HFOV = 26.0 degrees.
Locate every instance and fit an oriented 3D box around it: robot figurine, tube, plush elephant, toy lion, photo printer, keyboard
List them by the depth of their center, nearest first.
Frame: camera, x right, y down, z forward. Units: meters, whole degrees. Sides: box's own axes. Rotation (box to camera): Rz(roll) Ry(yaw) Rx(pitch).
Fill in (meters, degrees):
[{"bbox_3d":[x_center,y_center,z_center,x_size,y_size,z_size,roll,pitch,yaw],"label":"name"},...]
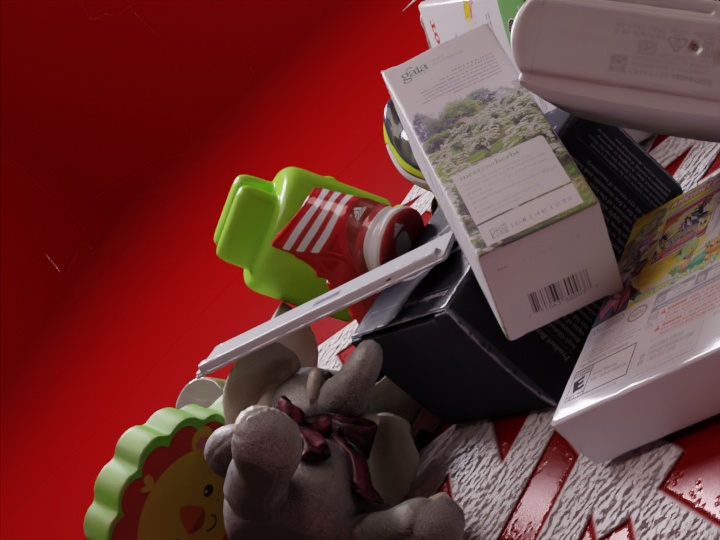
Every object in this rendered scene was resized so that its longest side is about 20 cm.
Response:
[{"bbox_3d":[0.190,-0.121,0.956,0.200,0.166,0.070,0,-79,-74],"label":"photo printer"},{"bbox_3d":[-0.024,0.118,1.048,0.200,0.164,0.155,-49,21,52],"label":"plush elephant"},{"bbox_3d":[-0.024,0.024,1.069,0.199,0.011,0.056,-26,7,19],"label":"keyboard"},{"bbox_3d":[-0.107,0.162,1.131,0.068,0.192,0.200,17,62,40],"label":"toy lion"},{"bbox_3d":[-0.070,0.120,1.255,0.058,0.200,0.052,-2,80,29],"label":"tube"},{"bbox_3d":[-0.026,-0.019,1.381,0.176,0.199,0.116,-119,49,-73],"label":"robot figurine"}]

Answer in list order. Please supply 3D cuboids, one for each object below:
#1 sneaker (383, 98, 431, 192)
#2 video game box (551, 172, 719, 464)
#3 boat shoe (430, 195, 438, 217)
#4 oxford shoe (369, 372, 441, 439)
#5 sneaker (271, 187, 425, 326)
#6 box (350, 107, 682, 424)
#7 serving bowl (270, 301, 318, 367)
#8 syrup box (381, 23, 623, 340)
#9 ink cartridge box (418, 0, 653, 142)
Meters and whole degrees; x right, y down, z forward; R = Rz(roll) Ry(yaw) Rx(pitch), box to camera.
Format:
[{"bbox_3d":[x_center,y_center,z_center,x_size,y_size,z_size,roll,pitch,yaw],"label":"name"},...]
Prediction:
[{"bbox_3d":[0.083,-0.099,1.273,0.074,0.081,0.200,-27,46,-19],"label":"sneaker"},{"bbox_3d":[0.211,0.004,0.879,0.200,0.047,0.183,-33,23,48],"label":"video game box"},{"bbox_3d":[0.098,-0.050,1.323,0.072,0.068,0.200,-36,18,50],"label":"boat shoe"},{"bbox_3d":[-0.005,0.128,1.153,0.200,0.075,0.070,-54,16,-19],"label":"oxford shoe"},{"bbox_3d":[0.000,0.000,1.219,0.078,0.115,0.200,-51,-29,-28],"label":"sneaker"},{"bbox_3d":[0.108,-0.003,1.094,0.200,0.104,0.148,-56,15,-22],"label":"box"},{"bbox_3d":[-0.089,0.130,1.384,0.201,0.066,0.200,-62,0,1],"label":"serving bowl"},{"bbox_3d":[0.086,-0.061,0.981,0.078,0.082,0.200,-24,43,1],"label":"syrup box"},{"bbox_3d":[0.141,-0.168,1.270,0.084,0.145,0.200,-24,14,-17],"label":"ink cartridge box"}]
